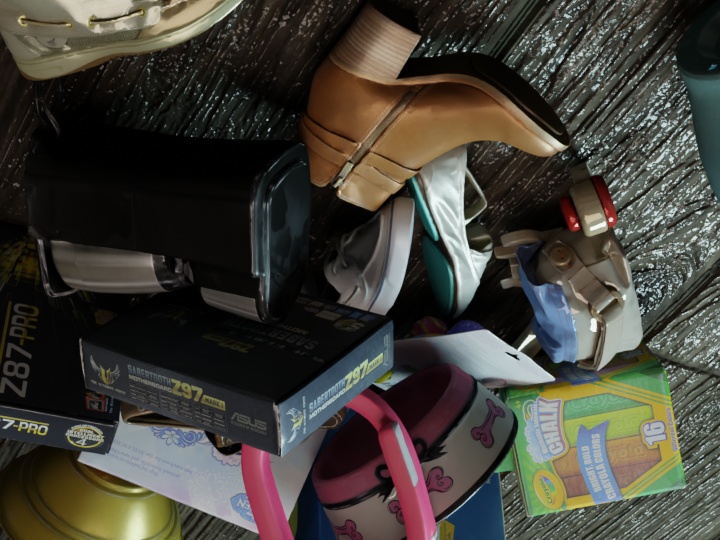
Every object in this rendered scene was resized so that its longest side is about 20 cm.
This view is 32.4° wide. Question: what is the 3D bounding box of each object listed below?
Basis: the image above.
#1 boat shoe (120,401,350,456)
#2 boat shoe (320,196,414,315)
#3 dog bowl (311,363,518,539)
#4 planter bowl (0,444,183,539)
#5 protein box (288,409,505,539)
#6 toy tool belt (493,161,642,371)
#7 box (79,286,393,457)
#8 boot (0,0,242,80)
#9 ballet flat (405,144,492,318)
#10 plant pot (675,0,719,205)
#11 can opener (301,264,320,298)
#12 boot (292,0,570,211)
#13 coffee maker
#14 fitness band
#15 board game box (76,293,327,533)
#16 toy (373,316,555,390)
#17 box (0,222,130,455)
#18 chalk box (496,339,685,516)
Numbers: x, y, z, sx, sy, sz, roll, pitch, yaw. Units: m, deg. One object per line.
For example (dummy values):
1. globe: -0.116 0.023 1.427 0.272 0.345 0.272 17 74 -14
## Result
1. boat shoe: -0.109 0.121 1.065 0.199 0.073 0.072 8 151 -2
2. boat shoe: 0.000 0.000 1.096 0.065 0.074 0.200 11 145 -7
3. dog bowl: 0.041 0.162 1.111 0.200 0.200 0.074 -33 101 25
4. planter bowl: -0.255 0.216 1.238 0.199 0.201 0.084 18 116 -23
5. protein box: 0.029 0.250 1.273 0.199 0.199 0.135 13 140 -18
6. toy tool belt: 0.175 0.009 1.101 0.122 0.125 0.200 -19 138 6
7. box: -0.097 0.065 0.984 0.199 0.158 0.051 14 120 31
8. boot: -0.184 -0.227 0.863 0.199 0.072 0.155 -16 133 12
9. ballet flat: 0.085 -0.036 1.095 0.069 0.070 0.201 -11 135 6
10. plant pot: 0.341 -0.122 0.946 0.199 0.200 0.188 -29 116 23
11. can opener: -0.067 0.008 1.084 0.078 0.063 0.201 -1 119 55
12. boot: 0.050 -0.105 0.984 0.199 0.074 0.155 30 117 -4
13. coffee maker: -0.148 -0.058 0.956 0.199 0.135 0.193 6 137 17
14. fitness band: -0.019 0.185 1.011 0.143 0.037 0.201 -14 98 16
15. board game box: -0.125 0.115 1.128 0.199 0.043 0.200 25 87 -11
16. toy: 0.073 0.075 1.178 0.199 0.047 0.115 -14 146 39
17. box: -0.279 0.051 1.046 0.160 0.201 0.049 12 133 -16
18. chalk box: 0.200 0.155 1.218 0.199 0.124 0.125 -13 100 4
